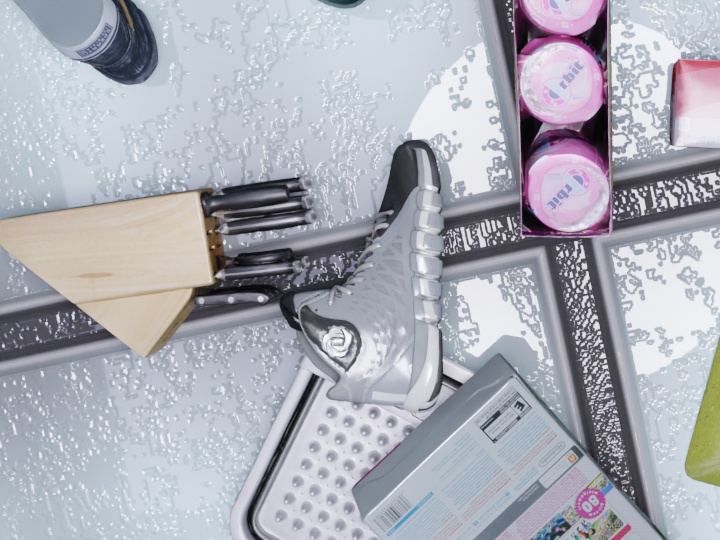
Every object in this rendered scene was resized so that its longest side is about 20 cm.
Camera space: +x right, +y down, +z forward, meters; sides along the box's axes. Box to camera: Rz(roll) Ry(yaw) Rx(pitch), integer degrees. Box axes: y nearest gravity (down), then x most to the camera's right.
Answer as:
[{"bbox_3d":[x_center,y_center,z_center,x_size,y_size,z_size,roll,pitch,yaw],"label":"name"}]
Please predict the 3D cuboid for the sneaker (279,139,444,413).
[{"bbox_3d":[0.000,0.000,1.424,0.114,0.075,0.202,1,71,-4],"label":"sneaker"}]

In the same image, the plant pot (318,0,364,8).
[{"bbox_3d":[-0.005,-0.302,1.388,0.134,0.200,0.201,-35,90,-20],"label":"plant pot"}]

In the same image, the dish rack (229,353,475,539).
[{"bbox_3d":[0.013,0.147,1.480,0.171,0.044,0.201,27,97,3],"label":"dish rack"}]

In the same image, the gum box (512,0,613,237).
[{"bbox_3d":[0.140,-0.136,1.385,0.066,0.114,0.202,-1,109,6],"label":"gum box"}]

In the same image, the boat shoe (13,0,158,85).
[{"bbox_3d":[-0.225,-0.214,1.470,0.071,0.091,0.201,-40,62,7],"label":"boat shoe"}]

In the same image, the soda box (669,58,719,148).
[{"bbox_3d":[0.318,-0.114,1.412,0.198,0.070,0.064,3,94,6],"label":"soda box"}]

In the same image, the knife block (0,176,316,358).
[{"bbox_3d":[-0.139,-0.034,1.472,0.200,0.064,0.176,37,97,3],"label":"knife block"}]

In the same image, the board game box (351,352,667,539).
[{"bbox_3d":[0.113,0.184,1.427,0.147,0.064,0.200,-42,106,2],"label":"board game box"}]

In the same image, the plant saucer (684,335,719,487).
[{"bbox_3d":[0.353,0.082,1.435,0.198,0.048,0.201,15,96,5],"label":"plant saucer"}]
